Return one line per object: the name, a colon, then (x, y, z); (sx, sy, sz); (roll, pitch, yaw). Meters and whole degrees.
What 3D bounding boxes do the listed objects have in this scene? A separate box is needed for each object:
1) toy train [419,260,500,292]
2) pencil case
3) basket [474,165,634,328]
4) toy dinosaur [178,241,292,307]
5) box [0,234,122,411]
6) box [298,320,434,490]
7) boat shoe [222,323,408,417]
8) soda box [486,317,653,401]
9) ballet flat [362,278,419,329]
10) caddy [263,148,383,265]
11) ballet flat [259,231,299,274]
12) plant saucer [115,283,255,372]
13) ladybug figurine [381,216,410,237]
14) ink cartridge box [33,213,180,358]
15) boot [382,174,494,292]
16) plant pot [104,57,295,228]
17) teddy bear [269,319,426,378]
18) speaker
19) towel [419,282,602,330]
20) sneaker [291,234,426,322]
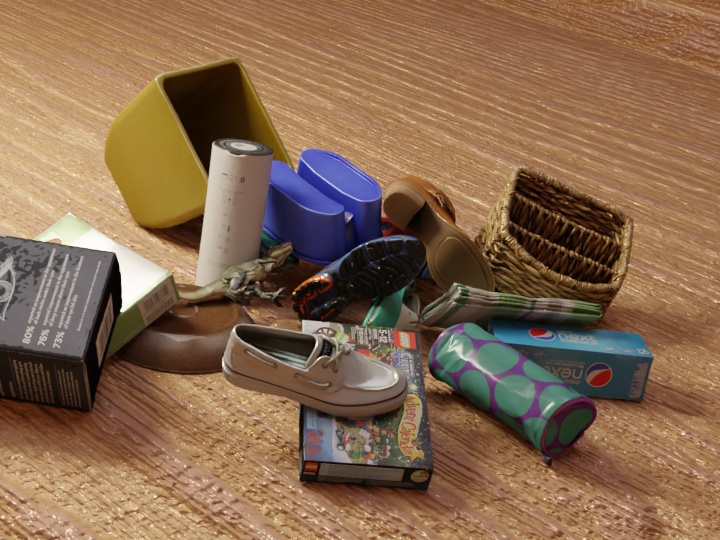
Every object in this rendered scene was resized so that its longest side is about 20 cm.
toy train: (0.149, 0.007, 1.714); (0.199, 0.034, 0.046); (11, 35, -36)
pencil case: (0.171, 0.137, 1.414); (0.085, 0.093, 0.200); (-42, 48, -16)
basket: (0.269, -0.029, 1.686); (0.199, 0.150, 0.143); (26, 21, -9)
toy dinosaur: (-0.149, 0.017, 1.538); (0.199, 0.048, 0.088); (-20, 36, -39)
box: (-0.371, 0.051, 1.320); (0.198, 0.105, 0.149); (9, 52, 0)
box: (0.002, 0.142, 1.325); (0.135, 0.038, 0.201); (5, 42, -8)
boat shoe: (-0.045, 0.101, 1.279); (0.198, 0.067, 0.074); (7, 42, -5)
soda box: (0.255, 0.111, 1.529); (0.198, 0.065, 0.068); (7, 23, -6)
ballet flat: (0.045, 0.048, 1.600); (0.070, 0.068, 0.200); (26, 26, -3)
caddy: (-0.056, -0.078, 1.670); (0.141, 0.106, 0.200); (-22, 42, -32)
ballet flat: (-0.137, -0.031, 1.710); (0.074, 0.075, 0.200); (1, 25, -18)
plant saucer: (-0.219, 0.062, 1.506); (0.199, 0.037, 0.201); (7, 23, -3)
ladybug figurine: (0.040, -0.037, 1.751); (0.198, 0.073, 0.136); (0, 10, -18)
ink cartridge box: (-0.335, 0.022, 1.471); (0.199, 0.048, 0.145); (26, 54, 35)
boot: (0.115, -0.052, 1.664); (0.200, 0.074, 0.155); (49, 17, -4)
plant pot: (-0.254, -0.165, 1.786); (0.199, 0.196, 0.194); (-28, 0, 36)
teddy bear: (-0.016, 0.115, 1.434); (0.198, 0.067, 0.146); (2, 42, -17)
speaker: (-0.166, -0.065, 1.606); (0.081, 0.202, 0.081); (8, 18, -3)
towel: (0.190, 0.054, 1.572); (0.198, 0.031, 0.149); (6, -15, -13)
sneaker: (0.000, 0.000, 1.558); (0.199, 0.076, 0.078); (-22, 15, 31)
